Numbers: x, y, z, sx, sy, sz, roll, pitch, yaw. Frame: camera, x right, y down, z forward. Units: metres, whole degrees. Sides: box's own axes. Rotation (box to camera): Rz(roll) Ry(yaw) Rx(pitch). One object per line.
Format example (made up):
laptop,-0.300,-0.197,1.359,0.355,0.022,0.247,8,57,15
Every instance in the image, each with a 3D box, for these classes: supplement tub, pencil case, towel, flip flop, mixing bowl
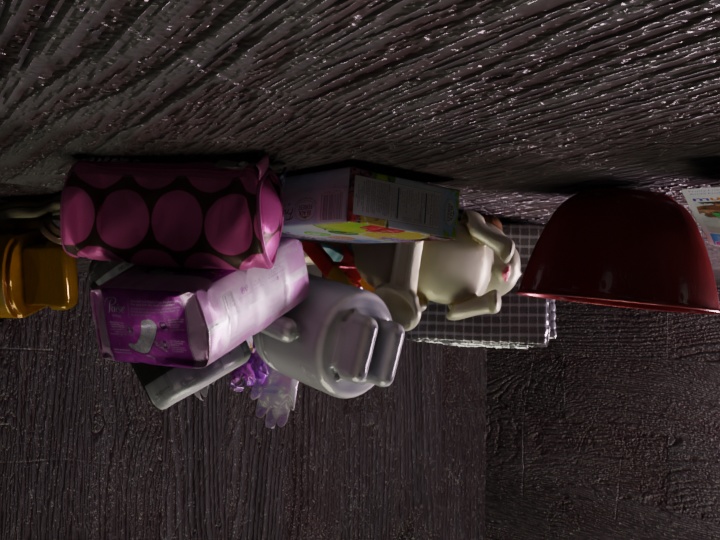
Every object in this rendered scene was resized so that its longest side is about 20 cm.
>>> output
supplement tub,-0.214,0.035,0.906,0.121,0.202,0.123,-28,178,-1
pencil case,-0.163,-0.053,0.718,0.196,0.095,0.092,1,-141,10
towel,0.162,0.017,1.109,0.196,0.169,0.086,1,171,10
flip flop,-0.346,-0.055,0.973,0.197,0.059,0.081,0,176,29
mixing bowl,0.258,-0.020,0.831,0.196,0.111,0.200,5,179,0

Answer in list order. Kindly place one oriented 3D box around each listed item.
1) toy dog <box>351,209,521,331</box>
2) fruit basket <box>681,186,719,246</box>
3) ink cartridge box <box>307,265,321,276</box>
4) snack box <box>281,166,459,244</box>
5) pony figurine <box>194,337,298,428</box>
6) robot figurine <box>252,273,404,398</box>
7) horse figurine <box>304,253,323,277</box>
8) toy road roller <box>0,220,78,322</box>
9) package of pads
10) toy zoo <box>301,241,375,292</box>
toy dog,0.102,-0.006,0.990,0.197,0.143,0.193,2,-178,-33
fruit basket,0.379,-0.038,0.701,0.182,0.096,0.199,0,173,29
ink cartridge box,-0.079,-0.002,1.581,0.145,0.085,0.198,5,176,-44
snack box,-0.021,-0.058,0.818,0.141,0.054,0.198,8,175,-41
pony figurine,-0.152,0.089,1.065,0.164,0.197,0.200,17,177,13
robot figurine,-0.043,0.067,0.899,0.168,0.115,0.198,20,176,-42
horse figurine,-0.088,-0.015,1.305,0.197,0.134,0.050,3,135,-26
toy road roller,-0.416,-0.001,1.059,0.143,0.126,0.200,1,-170,4
package of pads,-0.140,0.021,0.776,0.118,0.077,0.200,1,-164,23
toy zoo,0.000,0.000,1.033,0.130,0.021,0.200,6,-144,-49
